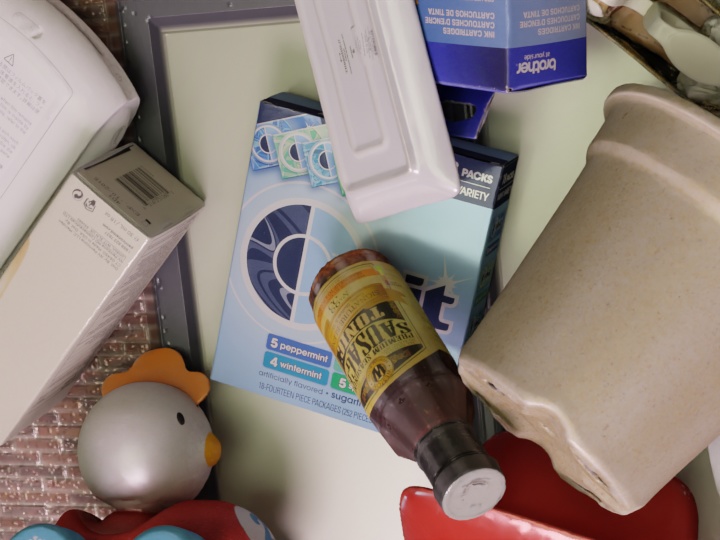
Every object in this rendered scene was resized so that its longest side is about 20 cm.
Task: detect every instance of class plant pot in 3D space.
[{"bbox_3d":[0.160,0.029,1.042,0.200,0.200,0.184,41,81,7],"label":"plant pot"}]

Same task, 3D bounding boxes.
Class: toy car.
[{"bbox_3d":[-0.133,0.148,1.264,0.176,0.184,0.201,-2,74,21],"label":"toy car"}]

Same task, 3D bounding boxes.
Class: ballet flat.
[{"bbox_3d":[0.171,-0.158,1.103,0.200,0.071,0.071,40,113,8],"label":"ballet flat"}]

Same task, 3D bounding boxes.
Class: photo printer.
[{"bbox_3d":[-0.257,-0.104,1.278,0.166,0.069,0.200,41,113,7],"label":"photo printer"}]

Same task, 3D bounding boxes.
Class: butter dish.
[{"bbox_3d":[0.139,0.163,1.158,0.200,0.148,0.200,15,148,16],"label":"butter dish"}]

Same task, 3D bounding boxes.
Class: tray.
[{"bbox_3d":[-0.002,-0.132,1.124,0.107,0.022,0.200,-14,90,51],"label":"tray"}]

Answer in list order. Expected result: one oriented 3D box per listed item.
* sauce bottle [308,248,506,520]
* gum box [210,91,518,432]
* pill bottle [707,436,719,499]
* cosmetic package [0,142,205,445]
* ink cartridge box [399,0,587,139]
[{"bbox_3d":[0.029,0.066,1.105,0.066,0.066,0.200,-60,38,22],"label":"sauce bottle"},{"bbox_3d":[0.000,0.000,1.218,0.170,0.045,0.200,16,109,16],"label":"gum box"},{"bbox_3d":[0.315,0.097,1.084,0.200,0.114,0.115,-15,97,23],"label":"pill bottle"},{"bbox_3d":[-0.203,0.015,1.267,0.071,0.105,0.200,40,112,3],"label":"cosmetic package"},{"bbox_3d":[0.065,-0.183,1.106,0.136,0.076,0.201,13,112,47],"label":"ink cartridge box"}]
